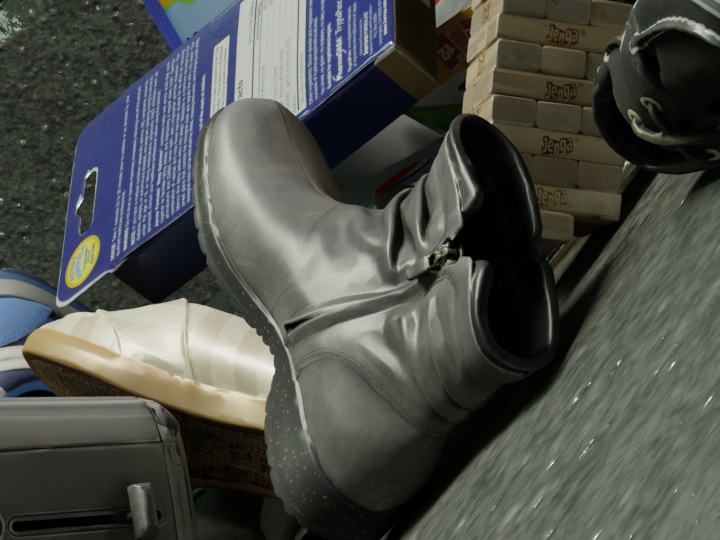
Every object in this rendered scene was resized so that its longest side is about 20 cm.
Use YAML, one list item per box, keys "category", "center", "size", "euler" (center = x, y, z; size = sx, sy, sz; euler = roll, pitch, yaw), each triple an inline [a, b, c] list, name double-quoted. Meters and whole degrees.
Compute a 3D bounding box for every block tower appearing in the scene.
- category: "block tower"
  center: [0.072, -0.107, 1.029]
  size: [0.058, 0.054, 0.202]
  euler: [151, 125, -77]

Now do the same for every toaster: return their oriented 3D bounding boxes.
- category: "toaster"
  center: [-0.146, 0.112, 1.073]
  size: [0.200, 0.128, 0.115]
  euler: [-29, 67, 59]

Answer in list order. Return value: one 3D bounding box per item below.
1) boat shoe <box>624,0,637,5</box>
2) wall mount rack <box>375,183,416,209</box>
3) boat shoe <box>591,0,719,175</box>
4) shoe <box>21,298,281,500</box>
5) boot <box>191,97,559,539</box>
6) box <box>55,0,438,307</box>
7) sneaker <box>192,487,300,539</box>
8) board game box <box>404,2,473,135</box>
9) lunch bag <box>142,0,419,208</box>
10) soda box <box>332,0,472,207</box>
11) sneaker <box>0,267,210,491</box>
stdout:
- category: "boat shoe"
  center: [0.148, -0.151, 1.017]
  size: [0.065, 0.073, 0.200]
  euler: [-60, 7, -28]
- category: "wall mount rack"
  center: [0.000, 0.000, 1.168]
  size: [0.173, 0.075, 0.200]
  euler: [-36, -5, -31]
- category: "boat shoe"
  center: [0.105, -0.058, 0.824]
  size: [0.057, 0.068, 0.200]
  euler: [-60, -1, 0]
- category: "shoe"
  center: [-0.054, 0.050, 1.096]
  size: [0.199, 0.070, 0.053]
  euler: [16, 57, 40]
- category: "boot"
  center: [0.011, -0.014, 0.991]
  size: [0.132, 0.069, 0.201]
  euler: [-50, 46, 35]
- category: "box"
  center: [-0.048, -0.067, 1.152]
  size: [0.200, 0.032, 0.122]
  euler: [-35, 33, 28]
- category: "sneaker"
  center: [-0.090, 0.131, 1.181]
  size: [0.200, 0.082, 0.077]
  euler: [-49, 5, 40]
- category: "board game box"
  center: [0.087, -0.116, 1.159]
  size: [0.199, 0.030, 0.096]
  euler: [-32, -9, 9]
- category: "lunch bag"
  center: [-0.020, -0.138, 1.355]
  size: [0.150, 0.201, 0.094]
  euler: [-30, 13, 20]
- category: "soda box"
  center: [0.032, -0.088, 1.259]
  size: [0.199, 0.069, 0.063]
  euler: [-29, -8, -11]
- category: "sneaker"
  center: [-0.101, 0.070, 1.216]
  size: [0.074, 0.199, 0.083]
  euler: [-54, 30, 32]
